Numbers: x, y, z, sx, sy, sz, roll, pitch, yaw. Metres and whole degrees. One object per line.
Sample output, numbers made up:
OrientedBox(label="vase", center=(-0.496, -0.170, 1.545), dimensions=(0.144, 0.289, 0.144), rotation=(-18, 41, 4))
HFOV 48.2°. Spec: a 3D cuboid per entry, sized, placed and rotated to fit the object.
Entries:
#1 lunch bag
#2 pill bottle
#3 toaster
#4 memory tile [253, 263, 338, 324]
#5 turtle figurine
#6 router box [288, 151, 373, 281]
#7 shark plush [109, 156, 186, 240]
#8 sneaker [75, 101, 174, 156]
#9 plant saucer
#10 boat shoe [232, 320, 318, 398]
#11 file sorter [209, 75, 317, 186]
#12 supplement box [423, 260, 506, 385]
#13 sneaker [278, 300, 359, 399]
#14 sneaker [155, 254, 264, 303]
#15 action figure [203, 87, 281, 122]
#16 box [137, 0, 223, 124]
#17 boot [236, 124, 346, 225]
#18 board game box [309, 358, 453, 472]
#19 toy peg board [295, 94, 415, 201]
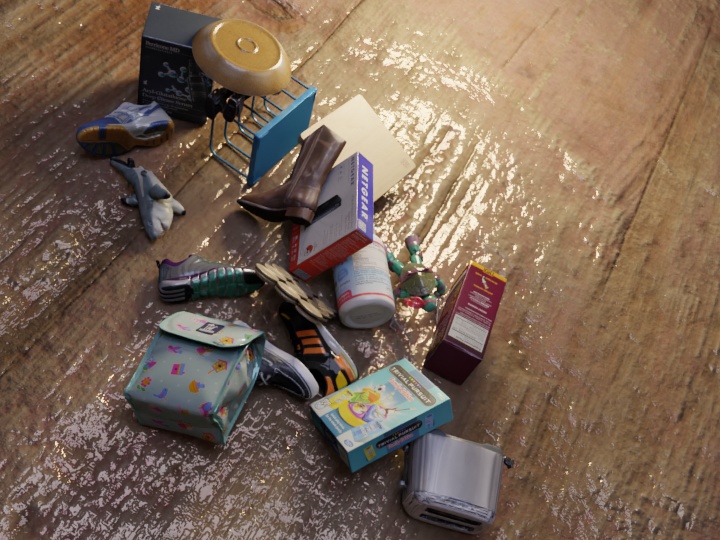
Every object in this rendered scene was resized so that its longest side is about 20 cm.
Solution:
OrientedBox(label="lunch bag", center=(-0.261, 0.159, 1.314), dimensions=(0.167, 0.123, 0.202), rotation=(11, 52, 15))
OrientedBox(label="pill bottle", center=(0.000, 0.000, 1.538), dimensions=(0.107, 0.109, 0.203), rotation=(2, 56, -17))
OrientedBox(label="toaster", center=(0.159, 0.357, 1.355), dimensions=(0.197, 0.114, 0.131), rotation=(17, 57, -6))
OrientedBox(label="memory tile", center=(-0.113, 0.040, 1.446), dimensions=(0.153, 0.200, 0.017), rotation=(39, 96, 7))
OrientedBox(label="turtle figurine", center=(0.108, 0.027, 1.570), dimensions=(0.147, 0.101, 0.202), rotation=(-7, 55, -23))
OrientedBox(label="router box", center=(-0.055, -0.104, 1.539), dimensions=(0.049, 0.178, 0.203), rotation=(34, 40, -35))
OrientedBox(label="shark plush", center=(-0.421, -0.152, 1.524), dimensions=(0.083, 0.091, 0.200), rotation=(-42, 81, -4))
OrientedBox(label="sneaker", center=(-0.473, -0.286, 1.594), dimensions=(0.198, 0.076, 0.089), rotation=(-15, 60, -38))
OrientedBox(label="plant saucer", center=(-0.221, -0.418, 1.536), dimensions=(0.197, 0.036, 0.203), rotation=(14, 50, -17))
OrientedBox(label="boat shoe", center=(-0.165, 0.168, 1.394), dimensions=(0.199, 0.072, 0.068), rotation=(36, 52, 10))
OrientedBox(label="file sorter", center=(-0.202, -0.306, 1.655), dimensions=(0.122, 0.140, 0.200), rotation=(35, 53, 10))
OrientedBox(label="supplement box", center=(0.201, 0.099, 1.540), dimensions=(0.085, 0.111, 0.202), rotation=(26, 54, -1))
OrientedBox(label="sneaker", center=(-0.095, 0.141, 1.438), dimensions=(0.090, 0.070, 0.200), rotation=(-37, 72, -24))
OrientedBox(label="sneaker", center=(-0.272, -0.001, 1.470), dimensions=(0.196, 0.075, 0.089), rotation=(-5, 54, -21))
OrientedBox(label="action figure", center=(-0.222, -0.363, 1.568), dimensions=(0.128, 0.070, 0.201), rotation=(22, 48, 11))
OrientedBox(label="box", center=(-0.366, -0.416, 1.631), dimensions=(0.146, 0.201, 0.109), rotation=(11, 54, -11))
OrientedBox(label="boot", center=(-0.134, -0.195, 1.581), dimensions=(0.183, 0.064, 0.203), rotation=(13, 73, 25))
OrientedBox(label="board game box", center=(0.033, 0.239, 1.363), dimensions=(0.197, 0.048, 0.151), rotation=(-24, 31, -20))
OrientedBox(label="toy peg board", center=(-0.021, -0.231, 1.710), dimensions=(0.200, 0.098, 0.200), rotation=(-40, 92, -34))
